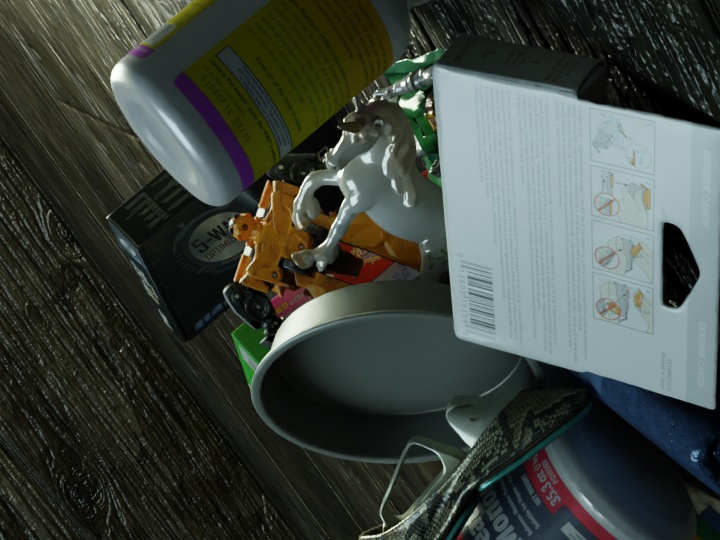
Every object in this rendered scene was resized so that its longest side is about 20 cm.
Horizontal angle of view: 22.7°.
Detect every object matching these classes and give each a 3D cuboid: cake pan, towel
[{"bbox_3d":[0.025,0.069,1.218,0.201,0.199,0.037,68,-163,-54],"label":"cake pan"},{"bbox_3d":[0.191,0.081,1.189,0.112,0.049,0.200,39,-179,-44],"label":"towel"}]

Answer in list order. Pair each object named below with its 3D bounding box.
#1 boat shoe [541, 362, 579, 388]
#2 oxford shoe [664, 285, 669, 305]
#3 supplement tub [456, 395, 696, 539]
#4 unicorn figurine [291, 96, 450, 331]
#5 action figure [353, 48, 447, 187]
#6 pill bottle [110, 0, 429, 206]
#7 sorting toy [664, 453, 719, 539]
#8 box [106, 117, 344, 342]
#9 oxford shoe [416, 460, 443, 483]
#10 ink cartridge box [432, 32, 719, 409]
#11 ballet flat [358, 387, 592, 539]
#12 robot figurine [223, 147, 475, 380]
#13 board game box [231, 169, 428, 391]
[{"bbox_3d":[0.145,0.094,1.343,0.069,0.075,0.200,60,-176,30],"label":"boat shoe"},{"bbox_3d":[0.129,-0.026,1.115,0.075,0.058,0.200,-24,110,35],"label":"oxford shoe"},{"bbox_3d":[0.127,0.198,1.281,0.140,0.200,0.141,36,-156,-19],"label":"supplement tub"},{"bbox_3d":[0.017,-0.041,1.166,0.199,0.137,0.074,23,-140,-33],"label":"unicorn figurine"},{"bbox_3d":[0.050,-0.102,1.184,0.118,0.055,0.200,54,162,-7],"label":"action figure"},{"bbox_3d":[-0.042,-0.137,1.056,0.104,0.200,0.104,46,167,14],"label":"pill bottle"},{"bbox_3d":[0.275,0.240,1.342,0.199,0.070,0.200,28,154,58],"label":"sorting toy"},{"bbox_3d":[-0.101,-0.052,1.483,0.044,0.200,0.160,42,164,28],"label":"box"},{"bbox_3d":[0.070,0.104,1.415,0.084,0.073,0.201,36,140,22],"label":"oxford shoe"},{"bbox_3d":[0.131,-0.028,1.031,0.173,0.044,0.201,15,132,26],"label":"ink cartridge box"},{"bbox_3d":[0.066,0.133,1.207,0.075,0.200,0.068,43,-158,8],"label":"ballet flat"},{"bbox_3d":[0.000,0.000,1.266,0.199,0.146,0.058,20,177,-11],"label":"robot figurine"},{"bbox_3d":[-0.002,0.026,1.376,0.040,0.200,0.153,45,166,19],"label":"board game box"}]
